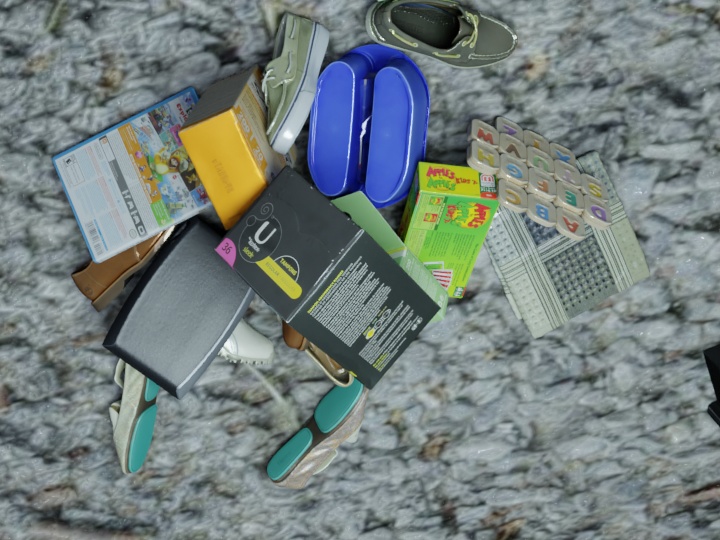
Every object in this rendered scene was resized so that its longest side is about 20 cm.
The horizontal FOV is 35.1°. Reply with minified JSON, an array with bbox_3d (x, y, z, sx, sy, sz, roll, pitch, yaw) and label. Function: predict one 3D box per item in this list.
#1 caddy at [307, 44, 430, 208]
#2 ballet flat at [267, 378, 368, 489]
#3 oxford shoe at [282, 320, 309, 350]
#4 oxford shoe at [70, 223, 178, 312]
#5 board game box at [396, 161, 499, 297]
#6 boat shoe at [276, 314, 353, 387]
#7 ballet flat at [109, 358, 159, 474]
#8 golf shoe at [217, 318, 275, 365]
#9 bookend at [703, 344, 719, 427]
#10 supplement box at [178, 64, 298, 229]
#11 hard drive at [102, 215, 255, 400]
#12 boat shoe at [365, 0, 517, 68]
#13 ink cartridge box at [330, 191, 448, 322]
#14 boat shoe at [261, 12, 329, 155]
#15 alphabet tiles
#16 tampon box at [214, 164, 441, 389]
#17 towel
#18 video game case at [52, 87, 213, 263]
[{"bbox_3d":[0.011,-0.174,1.398,0.139,0.105,0.204,8,103,11],"label":"caddy"},{"bbox_3d":[-0.044,0.224,1.557,0.200,0.068,0.067,-45,127,15],"label":"ballet flat"},{"bbox_3d":[-0.100,0.006,1.397,0.070,0.071,0.204,-13,108,-19],"label":"oxford shoe"},{"bbox_3d":[-0.287,-0.039,1.430,0.200,0.071,0.071,-44,99,8],"label":"oxford shoe"},{"bbox_3d":[0.101,-0.047,1.426,0.100,0.048,0.201,5,142,-8],"label":"board game box"},{"bbox_3d":[-0.064,0.062,1.491,0.073,0.063,0.201,-34,108,7],"label":"boat shoe"},{"bbox_3d":[-0.301,0.169,1.512,0.061,0.067,0.203,20,104,16],"label":"ballet flat"},{"bbox_3d":[-0.186,0.050,1.470,0.198,0.078,0.098,28,98,-16],"label":"golf shoe"},{"bbox_3d":[0.560,0.096,1.557,0.196,0.092,0.203,-21,109,1],"label":"bookend"},{"bbox_3d":[-0.138,-0.150,1.335,0.072,0.201,0.127,-21,112,12],"label":"supplement box"},{"bbox_3d":[-0.215,0.044,1.415,0.134,0.042,0.201,36,80,-9],"label":"hard drive"},{"bbox_3d":[0.107,-0.288,1.376,0.198,0.060,0.074,6,93,-21],"label":"boat shoe"},{"bbox_3d":[0.000,0.000,1.429,0.144,0.048,0.200,-16,132,36],"label":"ink cartridge box"},{"bbox_3d":[-0.086,-0.221,1.337,0.061,0.202,0.072,23,140,-14],"label":"boat shoe"},{"bbox_3d":[0.219,-0.118,1.393,0.197,0.197,0.015,24,126,-11],"label":"alphabet tiles"},{"bbox_3d":[-0.034,0.011,1.258,0.127,0.150,0.200,-49,141,-2],"label":"tampon box"},{"bbox_3d":[0.269,-0.033,1.518,0.190,0.035,0.202,-28,107,0],"label":"towel"},{"bbox_3d":[-0.264,-0.117,1.397,0.197,0.018,0.145,-26,81,3],"label":"video game case"}]
